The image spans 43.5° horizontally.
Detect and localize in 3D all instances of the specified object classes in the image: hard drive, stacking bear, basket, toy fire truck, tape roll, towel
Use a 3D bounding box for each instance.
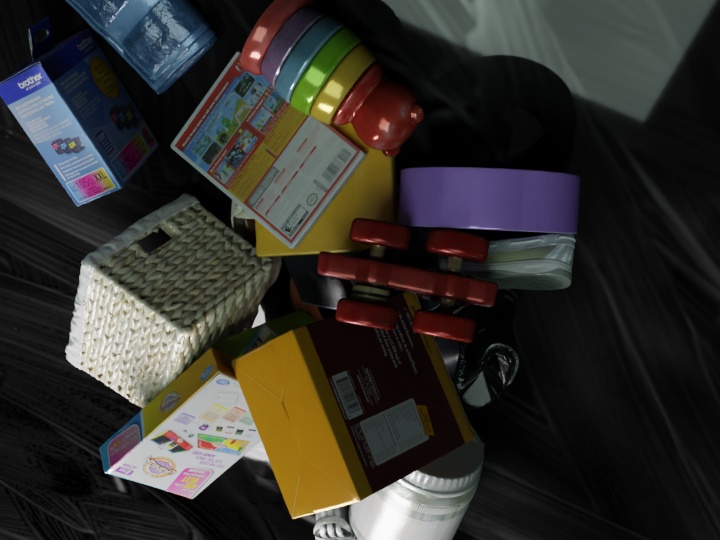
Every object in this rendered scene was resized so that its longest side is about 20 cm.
[{"bbox_3d":[0.000,0.000,1.137,0.200,0.042,0.135,3,137,21],"label":"hard drive"},{"bbox_3d":[-0.022,-0.210,0.997,0.200,0.114,0.122,37,121,1],"label":"stacking bear"},{"bbox_3d":[-0.242,0.050,1.148,0.161,0.198,0.200,36,133,11],"label":"basket"},{"bbox_3d":[0.055,0.013,1.001,0.199,0.168,0.112,9,87,5],"label":"toy fire truck"},{"bbox_3d":[0.143,-0.077,1.011,0.200,0.200,0.066,3,92,11],"label":"tape roll"},{"bbox_3d":[-0.269,-0.311,1.047,0.112,0.049,0.200,-35,109,27],"label":"towel"}]

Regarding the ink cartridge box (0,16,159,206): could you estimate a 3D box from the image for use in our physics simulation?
[{"bbox_3d":[-0.343,-0.198,1.081,0.076,0.137,0.200,-21,116,21],"label":"ink cartridge box"}]

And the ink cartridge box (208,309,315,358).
[{"bbox_3d":[-0.139,0.146,1.181,0.076,0.200,0.148,41,117,16],"label":"ink cartridge box"}]

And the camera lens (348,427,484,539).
[{"bbox_3d":[0.078,0.311,1.296,0.160,0.160,0.200,18,124,1],"label":"camera lens"}]

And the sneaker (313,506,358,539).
[{"bbox_3d":[-0.036,0.365,1.411,0.075,0.116,0.200,-2,158,-1],"label":"sneaker"}]

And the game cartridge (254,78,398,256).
[{"bbox_3d":[-0.044,-0.120,1.075,0.176,0.032,0.201,-2,93,14],"label":"game cartridge"}]

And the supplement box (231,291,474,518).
[{"bbox_3d":[-0.007,0.152,1.060,0.133,0.200,0.198,-29,81,46],"label":"supplement box"}]

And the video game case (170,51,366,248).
[{"bbox_3d":[-0.111,-0.142,1.065,0.200,0.017,0.143,40,100,10],"label":"video game case"}]

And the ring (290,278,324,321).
[{"bbox_3d":[0.001,0.040,1.217,0.200,0.019,0.201,9,122,15],"label":"ring"}]

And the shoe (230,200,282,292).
[{"bbox_3d":[-0.131,-0.058,1.172,0.070,0.053,0.200,5,123,9],"label":"shoe"}]

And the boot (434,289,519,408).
[{"bbox_3d":[0.129,0.117,1.158,0.076,0.168,0.200,36,123,-11],"label":"boot"}]

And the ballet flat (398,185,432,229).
[{"bbox_3d":[0.000,-0.092,1.122,0.200,0.069,0.071,18,106,0],"label":"ballet flat"}]

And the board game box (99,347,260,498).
[{"bbox_3d":[-0.197,0.195,1.116,0.200,0.040,0.153,-41,138,13],"label":"board game box"}]

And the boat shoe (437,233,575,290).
[{"bbox_3d":[0.168,-0.017,1.118,0.202,0.065,0.074,2,160,38],"label":"boat shoe"}]
